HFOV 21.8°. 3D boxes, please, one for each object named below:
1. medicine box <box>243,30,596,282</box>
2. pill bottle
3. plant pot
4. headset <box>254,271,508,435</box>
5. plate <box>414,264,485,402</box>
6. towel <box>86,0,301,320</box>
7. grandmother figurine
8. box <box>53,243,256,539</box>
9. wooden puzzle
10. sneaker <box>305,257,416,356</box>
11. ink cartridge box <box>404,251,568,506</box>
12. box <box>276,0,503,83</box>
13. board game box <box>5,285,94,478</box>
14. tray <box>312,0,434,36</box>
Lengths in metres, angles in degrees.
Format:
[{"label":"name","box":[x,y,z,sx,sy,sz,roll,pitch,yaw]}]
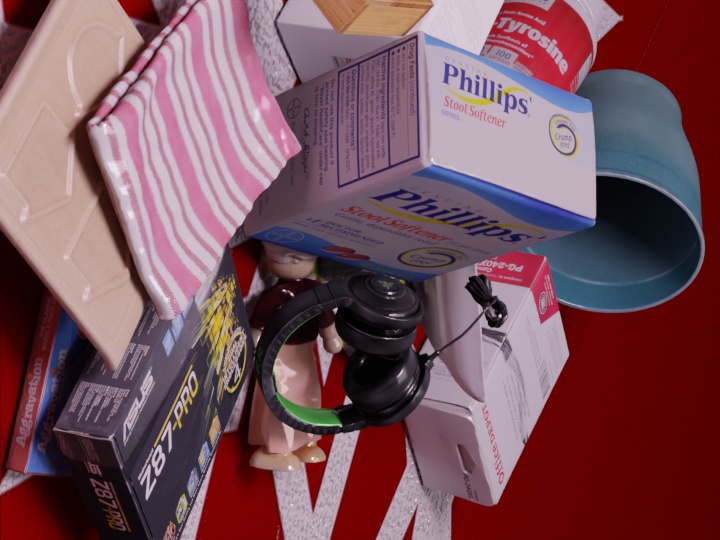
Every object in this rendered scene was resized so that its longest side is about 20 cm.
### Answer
[{"label":"medicine box","box":[0.042,-0.077,1.373,0.181,0.199,0.104,15,67,-40]},{"label":"pill bottle","box":[0.150,-0.192,1.719,0.200,0.111,0.113,-55,144,-41]},{"label":"plant pot","box":[0.253,-0.095,1.892,0.201,0.198,0.189,70,24,-45]},{"label":"headset","box":[0.015,0.050,1.420,0.094,0.198,0.125,-115,-166,-55]},{"label":"plate","box":[0.062,-0.015,1.591,0.200,0.032,0.202,-116,-162,-61]},{"label":"towel","box":[-0.105,-0.085,1.216,0.201,0.030,0.147,-59,139,-46]},{"label":"grandmother figurine","box":[-0.057,0.052,1.457,0.121,0.060,0.203,-17,111,-65]},{"label":"box","box":[-0.135,0.080,1.277,0.162,0.049,0.201,77,27,-47]},{"label":"wooden puzzle","box":[-0.173,-0.068,1.163,0.201,0.046,0.186,62,38,-43]},{"label":"sneaker","box":[0.000,0.000,1.551,0.201,0.074,0.085,71,25,-51]},{"label":"ink cartridge box","box":[0.120,0.100,1.794,0.201,0.083,0.146,-59,147,-35]},{"label":"box","box":[0.038,-0.229,1.469,0.201,0.123,0.098,-64,150,-28]},{"label":"board game box","box":[-0.180,0.038,1.244,0.103,0.019,0.202,21,80,-65]},{"label":"tray","box":[-0.039,-0.246,1.256,0.037,0.201,0.098,-41,166,25]}]
